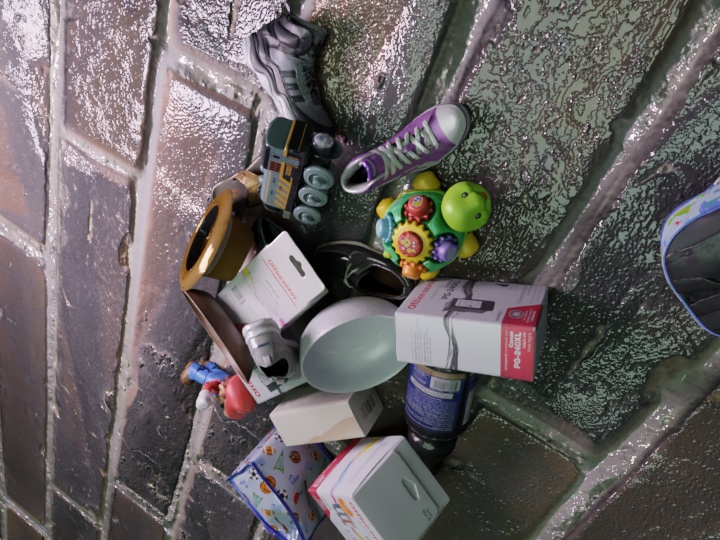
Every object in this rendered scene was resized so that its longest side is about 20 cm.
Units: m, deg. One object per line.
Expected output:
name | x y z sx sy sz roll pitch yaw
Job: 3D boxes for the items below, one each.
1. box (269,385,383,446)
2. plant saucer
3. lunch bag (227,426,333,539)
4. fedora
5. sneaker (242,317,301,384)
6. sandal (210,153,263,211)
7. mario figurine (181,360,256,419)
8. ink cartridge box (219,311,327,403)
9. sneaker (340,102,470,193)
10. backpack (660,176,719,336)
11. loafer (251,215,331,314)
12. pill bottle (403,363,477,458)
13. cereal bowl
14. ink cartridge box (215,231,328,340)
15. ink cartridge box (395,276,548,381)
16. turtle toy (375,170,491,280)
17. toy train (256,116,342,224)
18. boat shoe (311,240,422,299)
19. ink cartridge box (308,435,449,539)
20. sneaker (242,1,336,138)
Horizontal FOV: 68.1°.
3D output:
box | -0.066 0.271 1.025 0.198 0.095 0.078 -18 104 34
plant saucer | -0.242 0.107 0.932 0.200 0.037 0.201 45 158 24
lunch bag | -0.142 0.433 1.091 0.200 0.170 0.124 48 128 -1
fedora | -0.236 -0.041 0.905 0.081 0.202 0.200 27 130 -27
sneaker | -0.138 0.152 0.861 0.074 0.200 0.083 -21 61 3
sandal | -0.196 -0.148 0.923 0.198 0.055 0.083 -13 106 31
mario figurine | -0.291 0.257 1.100 0.199 0.123 0.107 14 129 43
ink cartridge box | -0.155 0.151 1.020 0.199 0.083 0.147 -31 96 34
sneaker | 0.058 -0.162 0.750 0.199 0.114 0.073 -29 96 33
backpack | 0.447 -0.029 0.587 0.199 0.147 0.184 -33 96 31
loafer | -0.121 -0.009 0.931 0.201 0.068 0.070 53 164 -1
pill bottle | 0.130 0.205 0.880 0.111 0.112 0.202 15 118 20
cereal bowl | -0.011 0.114 0.895 0.198 0.084 0.202 -11 136 -11
ink cartridge box | -0.136 0.029 0.876 0.200 0.067 0.117 -39 86 31
ink cartridge box | 0.164 0.078 0.783 0.198 0.145 0.084 5 113 24
turtle toy | 0.104 -0.064 0.777 0.199 0.101 0.146 -32 95 34
toy train | -0.098 -0.146 0.814 0.113 0.086 0.200 17 152 -7
boat shoe | 0.000 0.000 0.883 0.198 0.068 0.073 16 119 23
ink cartridge box | 0.029 0.405 0.967 0.146 0.144 0.200 52 148 -2
sneaker | -0.081 -0.290 0.786 0.113 0.075 0.201 -34 96 32
